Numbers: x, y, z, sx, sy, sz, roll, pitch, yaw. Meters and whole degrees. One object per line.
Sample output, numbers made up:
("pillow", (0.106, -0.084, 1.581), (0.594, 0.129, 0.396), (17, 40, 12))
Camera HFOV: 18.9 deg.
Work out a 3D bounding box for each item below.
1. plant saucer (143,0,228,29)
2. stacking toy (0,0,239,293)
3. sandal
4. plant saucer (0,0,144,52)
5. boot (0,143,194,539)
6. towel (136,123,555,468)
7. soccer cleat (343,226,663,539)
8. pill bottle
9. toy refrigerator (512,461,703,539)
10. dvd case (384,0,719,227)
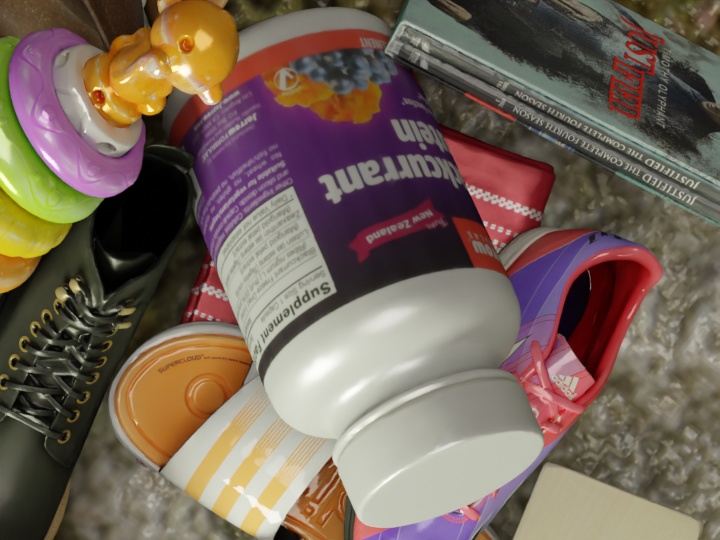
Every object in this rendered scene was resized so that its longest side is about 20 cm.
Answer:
("plant saucer", (-0.038, -0.176, 0.915), (0.032, 0.200, 0.200), (32, 87, -8))
("stacking toy", (-0.127, -0.053, 0.836), (0.200, 0.110, 0.116), (-26, 87, 25))
("sandal", (-0.015, 0.093, 0.966), (0.206, 0.059, 0.079), (33, 87, -7))
("plant saucer", (-0.150, -0.150, 0.912), (0.037, 0.200, 0.200), (-40, 92, -16))
("boot", (-0.134, 0.045, 0.905), (0.077, 0.138, 0.200), (21, 67, -17))
("towel", (-0.006, 0.018, 1.006), (0.144, 0.022, 0.200), (20, 89, -6))
("soccer cleat", (0.062, 0.062, 0.948), (0.068, 0.073, 0.200), (46, 64, -26))
("pill bottle", (0.000, 0.000, 0.903), (0.111, 0.111, 0.200), (-22, 67, -4))
("toy refrigerator", (0.079, 0.194, 0.942), (0.076, 0.070, 0.200), (20, 74, 13))
("dvd case", (0.112, -0.084, 0.960), (0.200, 0.146, 0.022), (28, 118, -4))
